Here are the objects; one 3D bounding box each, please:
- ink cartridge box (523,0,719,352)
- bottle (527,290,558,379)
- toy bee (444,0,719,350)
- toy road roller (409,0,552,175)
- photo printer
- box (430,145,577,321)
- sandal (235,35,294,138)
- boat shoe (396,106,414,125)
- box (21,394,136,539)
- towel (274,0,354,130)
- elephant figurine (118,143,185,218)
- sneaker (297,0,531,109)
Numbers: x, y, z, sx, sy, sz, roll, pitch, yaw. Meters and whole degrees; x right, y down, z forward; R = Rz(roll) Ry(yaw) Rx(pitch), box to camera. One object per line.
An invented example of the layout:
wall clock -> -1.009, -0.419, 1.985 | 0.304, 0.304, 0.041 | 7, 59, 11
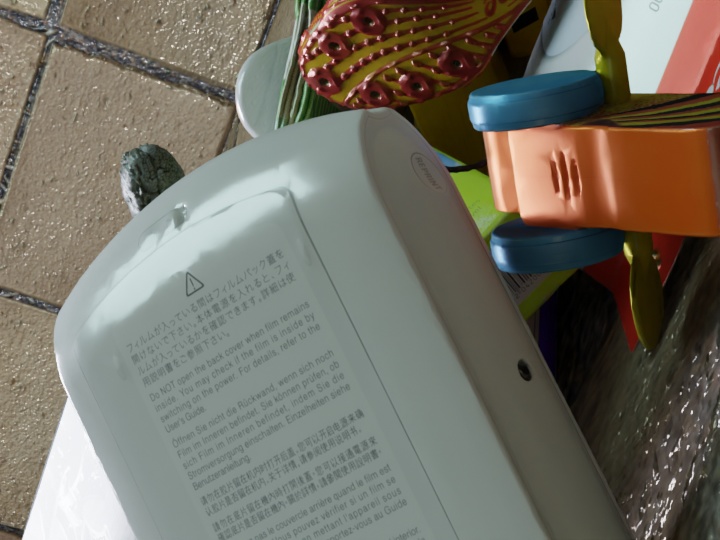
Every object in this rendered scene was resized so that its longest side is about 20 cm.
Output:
ink cartridge box -> 0.108, -0.079, 0.784 | 0.200, 0.047, 0.161 | -93, 22, -69
bottle -> 0.044, 0.062, 0.821 | 0.084, 0.065, 0.201 | -46, 23, 37
toy bee -> 0.079, -0.050, 0.689 | 0.108, 0.199, 0.132 | -21, -53, -41
toy road roller -> 0.081, -0.152, 0.955 | 0.124, 0.144, 0.201 | -81, -24, -45
photo printer -> -0.012, 0.055, 0.670 | 0.166, 0.201, 0.069 | -31, -8, 29
box -> 0.000, 0.000, 0.833 | 0.122, 0.048, 0.200 | -45, 26, -5
sandal -> -0.008, -0.110, 1.107 | 0.059, 0.206, 0.080 | 7, 100, 43
boat shoe -> 0.037, -0.006, 1.032 | 0.069, 0.073, 0.201 | 79, -159, -54
box -> -0.069, 0.149, 0.833 | 0.200, 0.048, 0.159 | 50, 135, 27
towel -> -0.008, -0.089, 1.008 | 0.152, 0.023, 0.202 | 24, -106, -72
elephant figurine -> -0.078, 0.064, 0.983 | 0.201, 0.154, 0.142 | 113, 173, -49
sneaker -> 0.048, -0.141, 0.851 | 0.200, 0.073, 0.078 | -38, 27, 33
